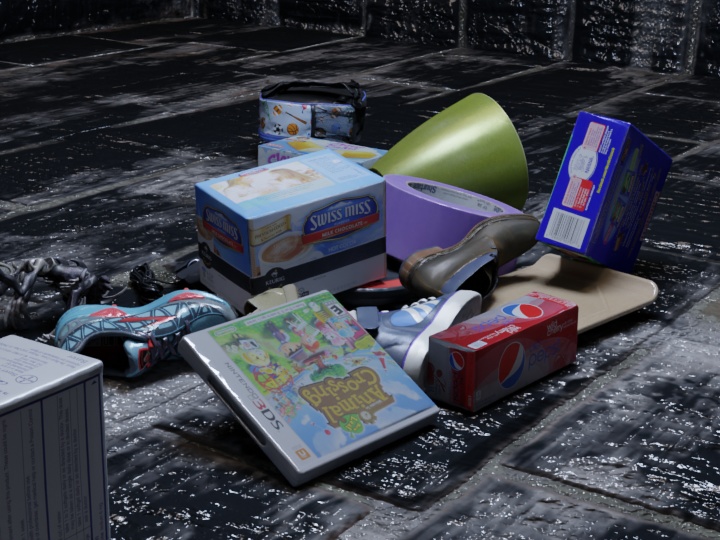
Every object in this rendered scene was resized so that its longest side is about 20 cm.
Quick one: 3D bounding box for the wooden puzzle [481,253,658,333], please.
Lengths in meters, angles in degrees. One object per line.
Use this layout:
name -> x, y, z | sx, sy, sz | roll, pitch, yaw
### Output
wooden puzzle -> 0.233, 0.039, 1.636 | 0.183, 0.038, 0.199 | 17, 28, 42

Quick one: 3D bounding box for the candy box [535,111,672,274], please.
candy box -> 0.311, -0.092, 1.713 | 0.076, 0.171, 0.199 | 20, 1, 30

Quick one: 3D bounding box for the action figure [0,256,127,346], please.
action figure -> -0.361, 0.028, 1.524 | 0.198, 0.104, 0.118 | 21, -8, -41

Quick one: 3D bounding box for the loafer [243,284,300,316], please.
loafer -> -0.088, 0.079, 1.420 | 0.067, 0.077, 0.200 | -10, 21, -3

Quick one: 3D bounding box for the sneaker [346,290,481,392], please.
sneaker -> 0.036, 0.061, 1.465 | 0.144, 0.082, 0.200 | 14, 26, 23

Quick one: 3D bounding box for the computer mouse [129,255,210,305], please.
computer mouse -> -0.187, 0.004, 1.689 | 0.197, 0.047, 0.141 | -2, 18, -12

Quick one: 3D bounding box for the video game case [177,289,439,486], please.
video game case -> -0.046, 0.104, 1.288 | 0.199, 0.022, 0.182 | -17, 54, -46

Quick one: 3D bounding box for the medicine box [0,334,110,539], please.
medicine box -> -0.277, 0.166, 0.943 | 0.102, 0.185, 0.199 | 12, 20, 33

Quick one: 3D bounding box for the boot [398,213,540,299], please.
boot -> 0.153, -0.004, 1.620 | 0.198, 0.076, 0.097 | -23, 33, -19

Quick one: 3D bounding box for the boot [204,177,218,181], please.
boot -> -0.135, -0.106, 2.008 | 0.142, 0.074, 0.199 | -6, 15, -26

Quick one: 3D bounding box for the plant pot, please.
plant pot -> 0.115, -0.138, 1.989 | 0.198, 0.190, 0.187 | -22, 25, -20

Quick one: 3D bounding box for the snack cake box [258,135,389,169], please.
snack cake box -> -0.056, -0.166, 2.202 | 0.198, 0.068, 0.115 | 13, 21, 31

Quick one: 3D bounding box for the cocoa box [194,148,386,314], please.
cocoa box -> -0.082, -0.048, 1.619 | 0.198, 0.133, 0.133 | -18, 31, -31

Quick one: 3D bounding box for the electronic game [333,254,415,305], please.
electronic game -> 0.000, 0.000, 1.723 | 0.196, 0.042, 0.200 | 2, 17, 0

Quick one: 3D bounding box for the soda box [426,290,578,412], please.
soda box -> 0.152, 0.083, 1.423 | 0.063, 0.071, 0.199 | 15, 22, 38

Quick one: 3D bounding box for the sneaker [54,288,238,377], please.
sneaker -> -0.223, 0.081, 1.425 | 0.197, 0.080, 0.096 | -9, 28, -4

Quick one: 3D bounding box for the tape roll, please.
tape roll -> 0.113, -0.056, 1.758 | 0.197, 0.086, 0.200 | 16, 12, -3

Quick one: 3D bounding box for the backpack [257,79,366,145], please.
backpack -> -0.087, -0.264, 2.370 | 0.187, 0.157, 0.200 | 9, 11, -1
